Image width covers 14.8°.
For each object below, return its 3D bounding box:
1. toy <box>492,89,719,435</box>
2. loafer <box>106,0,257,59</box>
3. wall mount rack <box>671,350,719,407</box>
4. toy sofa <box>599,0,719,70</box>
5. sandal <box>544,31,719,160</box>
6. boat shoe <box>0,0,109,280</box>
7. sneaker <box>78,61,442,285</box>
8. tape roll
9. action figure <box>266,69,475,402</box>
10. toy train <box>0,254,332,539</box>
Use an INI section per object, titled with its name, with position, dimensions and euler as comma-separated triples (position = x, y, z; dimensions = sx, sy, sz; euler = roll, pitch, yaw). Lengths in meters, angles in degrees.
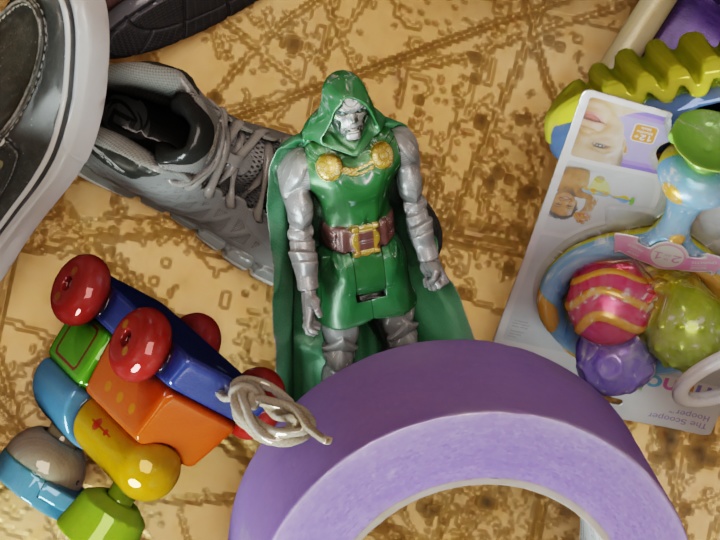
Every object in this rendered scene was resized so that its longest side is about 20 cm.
[toy]
position = 0.129, 0.013, 1.241
dimensions = 0.115, 0.200, 0.047
euler = 14, 44, -2
[loafer]
position = -0.051, -0.169, 1.305
dimensions = 0.200, 0.072, 0.063
euler = -30, 75, -12
[wall mount rack]
position = 0.244, 0.061, 1.263
dimensions = 0.200, 0.174, 0.075
euler = -18, 68, -5
[toy sofa]
position = 0.212, -0.071, 1.295
dimensions = 0.200, 0.098, 0.083
euler = 33, 84, -2
[sandal]
position = 0.182, -0.067, 1.230
dimensions = 0.200, 0.079, 0.087
euler = -8, 108, 13
[boat shoe]
position = -0.174, -0.050, 1.230
dimensions = 0.072, 0.071, 0.200
euler = 52, 127, 35
[sneaker]
position = -0.055, -0.042, 1.265
dimensions = 0.200, 0.115, 0.075
euler = 21, 85, -2
[tape roll]
position = 0.044, 0.137, 1.237
dimensions = 0.200, 0.085, 0.200
euler = -3, 111, -9
[action figure]
position = 0.000, 0.000, 1.249
dimensions = 0.118, 0.055, 0.200
euler = -16, 122, -14
[toy train]
position = -0.092, 0.082, 1.223
dimensions = 0.085, 0.200, 0.116
euler = 29, 95, -35
